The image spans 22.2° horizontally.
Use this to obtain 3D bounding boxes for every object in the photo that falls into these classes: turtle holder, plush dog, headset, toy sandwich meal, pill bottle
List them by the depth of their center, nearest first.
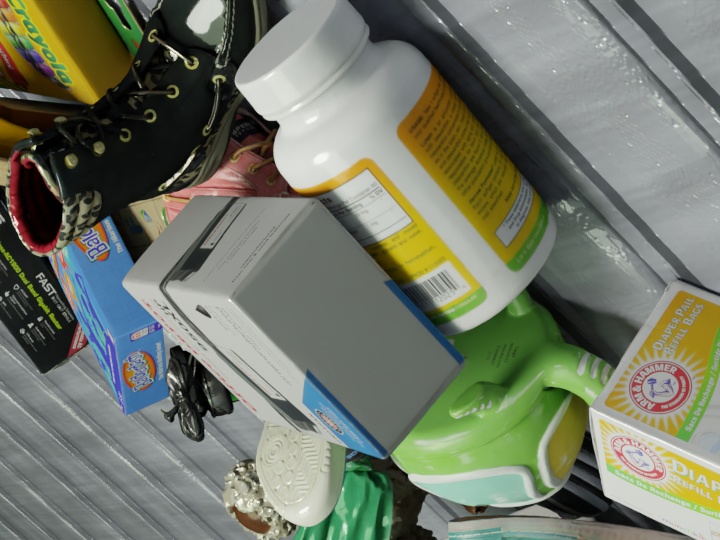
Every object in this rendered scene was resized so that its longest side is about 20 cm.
[{"bbox_3d":[0.019,-0.066,1.103,0.200,0.111,0.111,48,153,-21],"label":"pill bottle"},{"bbox_3d":[0.101,0.087,1.249,0.185,0.141,0.132,-28,123,14],"label":"turtle holder"},{"bbox_3d":[-0.259,-0.101,1.345,0.203,0.071,0.205,15,-178,-1],"label":"toy sandwich meal"},{"bbox_3d":[-0.099,0.091,1.452,0.200,0.123,0.095,14,-125,-67],"label":"headset"},{"bbox_3d":[0.012,0.147,1.481,0.199,0.161,0.172,29,140,-18],"label":"plush dog"}]

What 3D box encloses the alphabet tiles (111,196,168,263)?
[{"bbox_3d":[-0.153,-0.039,1.418,0.199,0.006,0.168,-8,106,58],"label":"alphabet tiles"}]

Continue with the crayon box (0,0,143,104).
[{"bbox_3d":[-0.244,-0.186,1.315,0.199,0.051,0.127,13,145,41],"label":"crayon box"}]

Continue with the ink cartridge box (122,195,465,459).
[{"bbox_3d":[-0.047,0.031,1.153,0.145,0.084,0.200,47,164,-20],"label":"ink cartridge box"}]

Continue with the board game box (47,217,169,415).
[{"bbox_3d":[-0.218,-0.001,1.496,0.201,0.045,0.152,61,164,23],"label":"board game box"}]

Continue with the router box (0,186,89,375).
[{"bbox_3d":[-0.320,-0.024,1.609,0.150,0.062,0.201,49,171,50],"label":"router box"}]

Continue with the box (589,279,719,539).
[{"bbox_3d":[0.249,0.107,1.093,0.199,0.113,0.102,24,152,29],"label":"box"}]

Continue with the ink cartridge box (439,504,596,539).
[{"bbox_3d":[0.131,0.242,1.453,0.117,0.198,0.068,85,165,-58],"label":"ink cartridge box"}]

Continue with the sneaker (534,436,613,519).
[{"bbox_3d":[0.096,0.130,1.383,0.199,0.075,0.088,34,160,6],"label":"sneaker"}]

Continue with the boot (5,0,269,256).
[{"bbox_3d":[-0.139,-0.106,1.145,0.073,0.153,0.204,39,136,19],"label":"boot"}]

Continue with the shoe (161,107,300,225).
[{"bbox_3d":[-0.063,-0.065,1.257,0.199,0.071,0.092,-8,109,38],"label":"shoe"}]

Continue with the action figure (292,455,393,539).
[{"bbox_3d":[-0.018,0.214,1.418,0.117,0.055,0.202,8,110,-5],"label":"action figure"}]

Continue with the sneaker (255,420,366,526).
[{"bbox_3d":[-0.019,0.114,1.305,0.111,0.077,0.201,37,-158,-35],"label":"sneaker"}]

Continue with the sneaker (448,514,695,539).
[{"bbox_3d":[0.157,0.222,1.341,0.198,0.081,0.071,9,171,-14],"label":"sneaker"}]
